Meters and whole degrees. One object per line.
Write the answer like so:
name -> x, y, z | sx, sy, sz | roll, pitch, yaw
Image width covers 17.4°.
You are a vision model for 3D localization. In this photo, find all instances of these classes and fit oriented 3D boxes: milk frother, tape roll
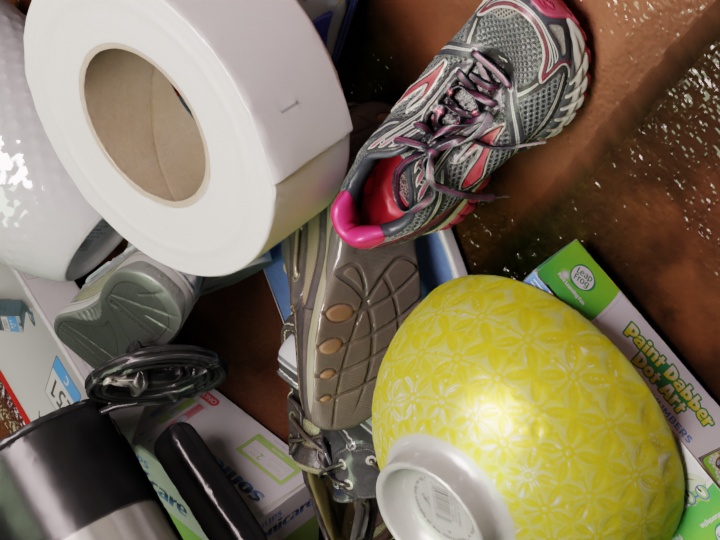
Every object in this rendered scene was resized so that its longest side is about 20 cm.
milk frother -> -0.141, 0.164, 1.530 | 0.188, 0.180, 0.200 | 58, 160, 12
tape roll -> -0.102, -0.098, 1.365 | 0.202, 0.071, 0.203 | 29, 137, 30

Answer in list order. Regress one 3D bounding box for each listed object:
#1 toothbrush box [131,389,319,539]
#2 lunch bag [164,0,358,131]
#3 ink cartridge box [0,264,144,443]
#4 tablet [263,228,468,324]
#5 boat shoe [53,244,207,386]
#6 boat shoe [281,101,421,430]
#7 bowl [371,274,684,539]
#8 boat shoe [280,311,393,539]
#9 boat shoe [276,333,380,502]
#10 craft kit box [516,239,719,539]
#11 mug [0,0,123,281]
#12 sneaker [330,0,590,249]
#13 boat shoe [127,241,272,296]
toothbrush box -> -0.110, 0.198, 1.754 | 0.145, 0.086, 0.200 | 35, 142, 30
lunch bag -> -0.080, -0.161, 1.414 | 0.161, 0.082, 0.200 | 44, 145, 20
ink cartridge box -> -0.236, 0.080, 1.731 | 0.200, 0.045, 0.176 | 54, 141, 30
tablet -> 0.000, 0.000, 1.512 | 0.200, 0.014, 0.130 | 4, 121, 49
boat shoe -> -0.146, 0.021, 1.554 | 0.074, 0.065, 0.202 | 39, 153, -3
boat shoe -> -0.007, -0.005, 1.431 | 0.073, 0.074, 0.201 | 20, 102, 58
bowl -> 0.073, 0.114, 1.341 | 0.200, 0.108, 0.201 | 29, 138, 30
boat shoe -> -0.014, 0.113, 1.565 | 0.073, 0.065, 0.200 | 15, 136, 43
boat shoe -> 0.010, 0.125, 1.502 | 0.200, 0.066, 0.070 | 44, 177, -22
craft kit box -> 0.133, 0.106, 1.393 | 0.198, 0.048, 0.200 | 52, 145, 5
mug -> -0.234, -0.078, 1.649 | 0.175, 0.148, 0.200 | 41, 175, 9
sneaker -> 0.056, -0.078, 1.301 | 0.081, 0.075, 0.200 | 47, 131, 15
boat shoe -> -0.122, -0.017, 1.608 | 0.201, 0.070, 0.072 | -21, 87, 61
